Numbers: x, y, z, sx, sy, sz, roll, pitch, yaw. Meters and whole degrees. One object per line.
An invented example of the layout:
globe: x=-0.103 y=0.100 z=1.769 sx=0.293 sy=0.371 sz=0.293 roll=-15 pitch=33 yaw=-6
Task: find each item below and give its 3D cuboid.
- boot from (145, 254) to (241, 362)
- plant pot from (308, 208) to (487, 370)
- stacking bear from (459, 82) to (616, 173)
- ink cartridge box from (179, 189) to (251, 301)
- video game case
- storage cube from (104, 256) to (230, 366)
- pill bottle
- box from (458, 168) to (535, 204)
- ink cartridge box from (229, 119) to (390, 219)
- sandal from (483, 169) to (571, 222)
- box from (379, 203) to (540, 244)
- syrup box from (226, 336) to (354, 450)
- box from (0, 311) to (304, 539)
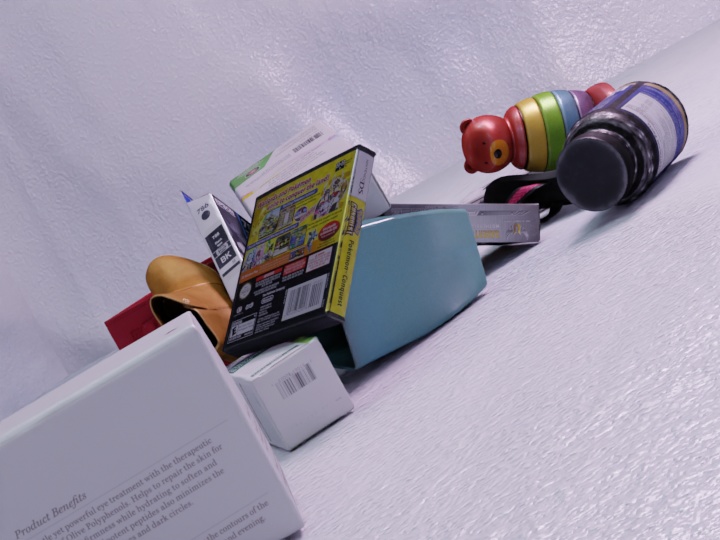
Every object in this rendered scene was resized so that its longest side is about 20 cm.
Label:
boot: x=-0.197 y=0.034 z=1.450 sx=0.071 sy=0.200 sz=0.144 roll=-60 pitch=-25 yaw=7
plant pot: x=0.028 y=0.005 z=1.435 sx=0.198 sy=0.143 sz=0.141 roll=-21 pitch=8 yaw=-26
stacking bear: x=0.229 y=-0.176 z=1.704 sx=0.197 sy=0.123 sz=0.114 roll=-10 pitch=29 yaw=-6
ink cartridge box: x=-0.143 y=-0.022 z=1.531 sx=0.039 sy=0.201 sz=0.099 roll=-40 pitch=-40 yaw=10
video game case: x=-0.064 y=-0.016 z=1.320 sx=0.199 sy=0.025 sz=0.183 roll=-21 pitch=52 yaw=52
storage cube: x=-0.180 y=0.082 z=1.654 sx=0.170 sy=0.181 sz=0.200 roll=-26 pitch=6 yaw=30
pill bottle: x=0.299 y=-0.141 z=1.502 sx=0.111 sy=0.113 sz=0.200 roll=-25 pitch=7 yaw=37
box: x=0.241 y=-0.117 z=1.855 sx=0.199 sy=0.061 sz=0.117 roll=-28 pitch=6 yaw=24
ink cartridge box: x=-0.065 y=-0.092 z=1.568 sx=0.144 sy=0.084 sz=0.200 roll=-35 pitch=23 yaw=-3
sandal: x=0.228 y=-0.092 z=1.683 sx=0.199 sy=0.075 sz=0.046 roll=-12 pitch=52 yaw=51
box: x=0.106 y=-0.056 z=1.620 sx=0.197 sy=0.049 sz=0.158 roll=-1 pitch=0 yaw=-13
syrup box: x=-0.081 y=0.120 z=1.317 sx=0.078 sy=0.082 sz=0.200 roll=-31 pitch=7 yaw=-16
box: x=-0.172 y=0.156 z=1.006 sx=0.198 sy=0.173 sz=0.200 roll=-30 pitch=6 yaw=-6
